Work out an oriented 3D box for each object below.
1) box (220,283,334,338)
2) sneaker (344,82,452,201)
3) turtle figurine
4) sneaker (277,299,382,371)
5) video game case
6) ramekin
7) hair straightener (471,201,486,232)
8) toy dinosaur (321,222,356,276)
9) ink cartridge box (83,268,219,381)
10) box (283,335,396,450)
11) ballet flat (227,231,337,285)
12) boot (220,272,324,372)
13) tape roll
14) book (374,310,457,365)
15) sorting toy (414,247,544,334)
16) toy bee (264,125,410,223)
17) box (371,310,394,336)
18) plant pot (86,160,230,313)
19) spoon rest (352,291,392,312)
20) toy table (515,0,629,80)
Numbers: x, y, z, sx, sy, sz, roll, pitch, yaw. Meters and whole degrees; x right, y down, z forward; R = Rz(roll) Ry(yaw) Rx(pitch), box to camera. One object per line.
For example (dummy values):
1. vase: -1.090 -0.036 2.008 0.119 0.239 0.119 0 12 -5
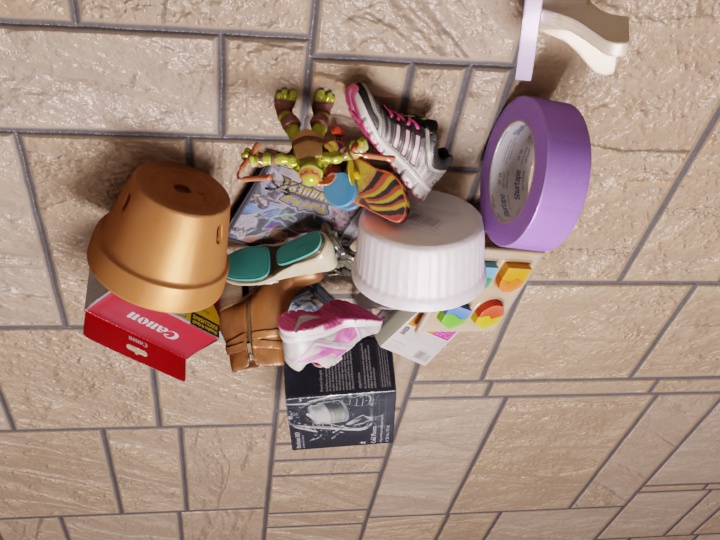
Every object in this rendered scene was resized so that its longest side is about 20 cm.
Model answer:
1. box: -0.137 0.092 1.467 0.198 0.040 0.137 -24 138 20
2. sneaker: 0.058 -0.189 1.126 0.087 0.074 0.200 -40 121 5
3. turtle figurine: -0.058 -0.162 1.064 0.197 0.163 0.065 -8 141 2
4. sneaker: -0.051 0.106 1.334 0.198 0.081 0.089 -7 117 -36
5. video game case: -0.088 -0.086 1.265 0.198 0.026 0.181 15 136 -26
6. ramekin: 0.085 -0.036 1.190 0.198 0.201 0.099 -3 122 -5
7. hair straightener: 0.112 -0.088 1.295 0.197 0.041 0.078 -5 128 6
8. toy dinosaur: 0.000 0.000 1.308 0.199 0.048 0.088 35 159 -21
9. ink cartridge box: -0.315 0.050 1.278 0.083 0.177 0.199 -31 137 28
10. box: -0.037 0.226 1.522 0.194 0.125 0.201 -3 142 -2
11. ballet flat: -0.123 -0.008 1.273 0.198 0.070 0.070 -11 144 27
12. boot: -0.137 0.076 1.348 0.198 0.157 0.074 -15 165 19
13. tape roll: 0.231 -0.129 1.120 0.065 0.202 0.201 5 140 -15
14. book: 0.136 0.074 1.438 0.133 0.048 0.200 27 113 -42
15. sorting toy: 0.203 0.040 1.388 0.198 0.037 0.186 -1 132 -35
16. toy bee: -0.021 -0.138 1.134 0.198 0.131 0.110 14 94 -9
17. box: 0.007 0.142 1.553 0.038 0.042 0.200 19 136 -29
18. plant pot: -0.266 -0.058 1.156 0.198 0.201 0.141 12 121 -23
19. spoon rest: 0.043 0.036 1.391 0.060 0.100 0.200 -1 152 -33
20. toy table: 0.244 -0.306 0.942 0.116 0.186 0.201 7 152 10
